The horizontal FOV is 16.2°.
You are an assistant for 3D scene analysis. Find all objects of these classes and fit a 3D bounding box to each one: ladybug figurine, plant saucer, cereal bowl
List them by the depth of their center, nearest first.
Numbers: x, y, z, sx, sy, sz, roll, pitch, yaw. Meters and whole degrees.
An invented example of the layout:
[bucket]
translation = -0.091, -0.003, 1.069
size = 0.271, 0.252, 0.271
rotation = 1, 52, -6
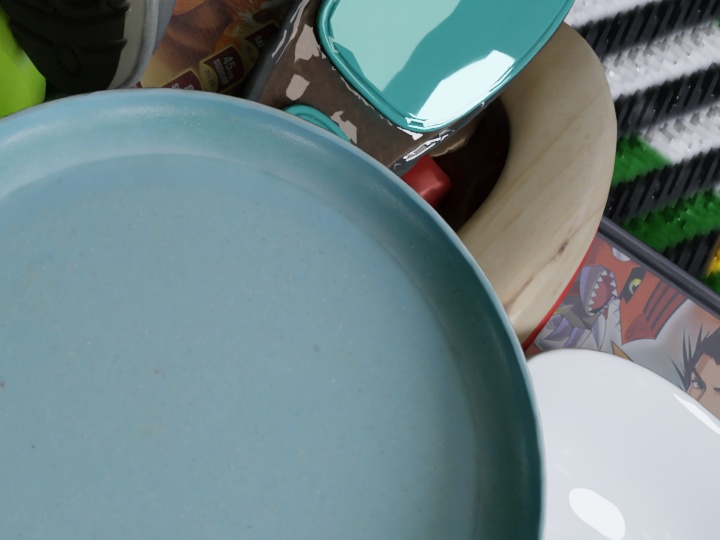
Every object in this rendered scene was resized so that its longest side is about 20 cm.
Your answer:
[plant saucer]
translation = -0.051, 0.054, 0.651
size = 0.198, 0.027, 0.202
rotation = 0, 95, 4
[cereal bowl]
translation = 0.073, 0.129, 0.742
size = 0.200, 0.083, 0.201
rotation = 34, 36, -30
[ladybug figurine]
translation = 0.000, 0.000, 0.795
size = 0.200, 0.136, 0.072
rotation = -43, 144, -14

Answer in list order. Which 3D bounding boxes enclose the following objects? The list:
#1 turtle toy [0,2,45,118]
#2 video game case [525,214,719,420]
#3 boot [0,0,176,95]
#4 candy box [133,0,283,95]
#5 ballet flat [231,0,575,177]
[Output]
[turtle toy]
translation = -0.164, -0.010, 0.693
size = 0.199, 0.101, 0.146
rotation = -33, 143, -26
[video game case]
translation = 0.079, 0.082, 0.840
size = 0.199, 0.026, 0.181
rotation = 34, 66, -4
[boot]
translation = -0.017, -0.155, 0.735
size = 0.199, 0.072, 0.183
rotation = -18, 115, -44
[candy box]
translation = -0.019, -0.139, 0.805
size = 0.199, 0.055, 0.116
rotation = -33, 111, -25
[ballet flat]
translation = -0.013, -0.050, 0.747
size = 0.200, 0.068, 0.068
rotation = -47, 116, -15
